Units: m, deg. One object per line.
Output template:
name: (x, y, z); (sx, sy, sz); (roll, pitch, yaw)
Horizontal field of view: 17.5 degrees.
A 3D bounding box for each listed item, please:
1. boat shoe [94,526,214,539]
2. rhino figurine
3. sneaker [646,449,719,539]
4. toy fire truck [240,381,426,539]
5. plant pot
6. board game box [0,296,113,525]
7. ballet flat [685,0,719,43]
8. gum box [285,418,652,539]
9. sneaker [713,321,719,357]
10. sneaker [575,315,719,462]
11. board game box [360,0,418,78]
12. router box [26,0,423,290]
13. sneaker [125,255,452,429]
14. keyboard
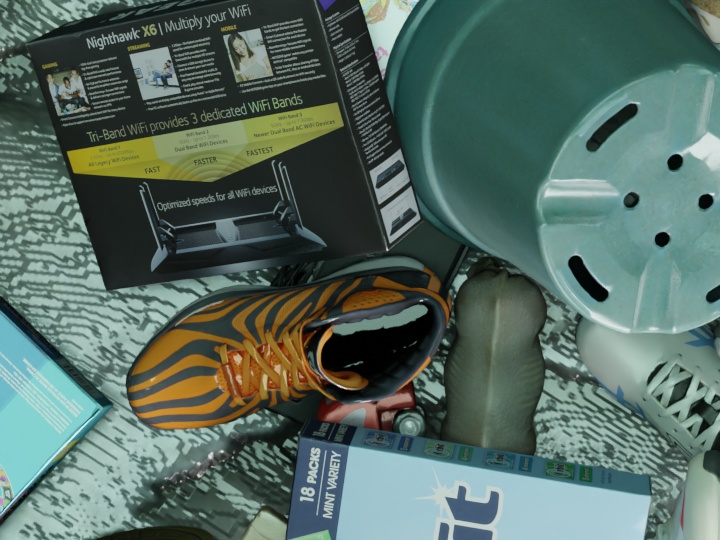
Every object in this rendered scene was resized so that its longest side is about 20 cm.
boat shoe: (-0.176, 0.210, 1.404); (0.199, 0.073, 0.065); (-18, 109, -3)
rhino figurine: (0.076, 0.092, 1.377); (0.060, 0.087, 0.201); (5, 89, 4)
sneaker: (0.170, 0.196, 1.357); (0.093, 0.070, 0.201); (7, 115, 11)
toy fire truck: (-0.019, 0.170, 1.393); (0.140, 0.049, 0.201); (-9, 94, 2)
plant pot: (0.135, -0.067, 1.288); (0.199, 0.196, 0.201); (-6, 113, -16)
board game box: (-0.273, 0.103, 1.418); (0.151, 0.047, 0.200); (44, 92, 3)
ballet flat: (0.241, -0.148, 1.376); (0.200, 0.071, 0.065); (33, 135, -3)
gum box: (0.053, 0.185, 1.329); (0.199, 0.045, 0.171); (9, 102, 4)
sneaker: (0.283, -0.016, 1.376); (0.200, 0.079, 0.096); (-29, 81, -9)
sneaker: (0.211, 0.086, 1.378); (0.200, 0.072, 0.072); (40, 93, 5)
board game box: (-0.039, -0.134, 1.415); (0.134, 0.034, 0.200); (45, 92, 4)
router box: (-0.079, -0.080, 1.346); (0.199, 0.052, 0.158); (-7, 108, 30)
sneaker: (-0.044, 0.046, 1.344); (0.199, 0.112, 0.078); (-22, 101, 3)
keyboard: (0.000, 0.000, 1.414); (0.104, 0.040, 0.201); (27, 98, -6)
